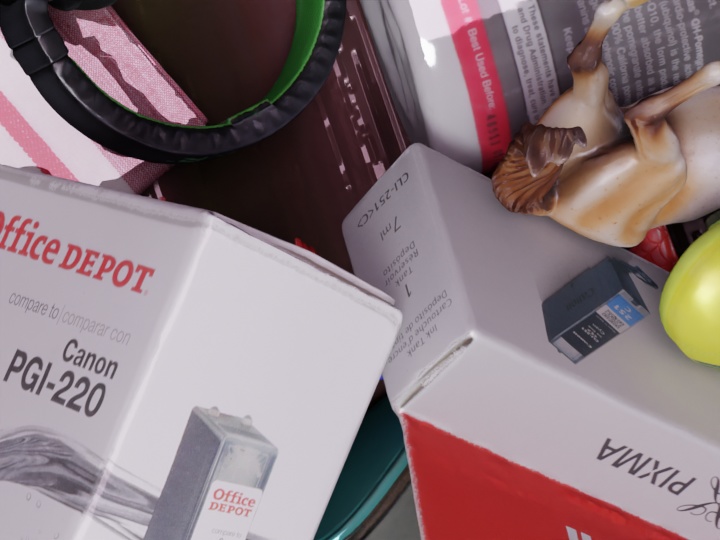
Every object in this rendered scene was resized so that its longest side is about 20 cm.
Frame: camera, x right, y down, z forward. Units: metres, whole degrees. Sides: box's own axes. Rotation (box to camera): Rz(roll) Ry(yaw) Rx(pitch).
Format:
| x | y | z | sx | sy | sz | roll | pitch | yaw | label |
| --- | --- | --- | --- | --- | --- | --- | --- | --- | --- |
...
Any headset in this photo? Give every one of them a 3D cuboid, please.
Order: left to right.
| x | y | z | sx | sy | sz | roll | pitch | yaw | label |
| --- | --- | --- | --- | --- | --- | --- | --- | --- | --- |
| -0.087 | -0.132 | 0.858 | 0.123 | 0.094 | 0.200 | -29 | 99 | -28 | headset |

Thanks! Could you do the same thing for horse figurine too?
| x | y | z | sx | sy | sz | roll | pitch | yaw | label |
| --- | --- | --- | --- | --- | --- | --- | --- | --- | --- |
| 0.114 | -0.046 | 0.797 | 0.200 | 0.133 | 0.050 | -11 | 61 | -31 | horse figurine |

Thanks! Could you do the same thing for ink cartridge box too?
| x | y | z | sx | sy | sz | roll | pitch | yaw | label |
| --- | --- | --- | --- | --- | --- | --- | --- | --- | --- |
| -0.089 | 0.077 | 0.757 | 0.085 | 0.146 | 0.200 | 29 | 81 | -35 | ink cartridge box |
| 0.095 | 0.065 | 0.779 | 0.200 | 0.176 | 0.045 | 25 | 123 | -31 | ink cartridge box |

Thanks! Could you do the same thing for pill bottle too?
| x | y | z | sx | sy | sz | roll | pitch | yaw | label |
| --- | --- | --- | --- | --- | --- | --- | --- | --- | --- |
| 0.102 | -0.111 | 0.848 | 0.200 | 0.111 | 0.111 | -19 | 89 | -3 | pill bottle |

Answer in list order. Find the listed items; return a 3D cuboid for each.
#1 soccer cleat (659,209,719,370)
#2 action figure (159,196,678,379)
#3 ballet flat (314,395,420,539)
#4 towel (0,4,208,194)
| x | y | z | sx | sy | sz | roll | pitch | yaw | label |
| --- | --- | --- | --- | --- | --- | --- | --- | --- | --- |
| 0.179 | 0.029 | 0.815 | 0.200 | 0.084 | 0.065 | 19 | 110 | -42 | soccer cleat |
| 0.000 | 0.000 | 0.855 | 0.200 | 0.065 | 0.099 | -29 | 112 | -4 | action figure |
| -0.017 | 0.120 | 0.838 | 0.200 | 0.067 | 0.064 | -47 | 110 | -33 | ballet flat |
| -0.173 | -0.040 | 0.876 | 0.200 | 0.023 | 0.144 | -41 | 93 | -2 | towel |
